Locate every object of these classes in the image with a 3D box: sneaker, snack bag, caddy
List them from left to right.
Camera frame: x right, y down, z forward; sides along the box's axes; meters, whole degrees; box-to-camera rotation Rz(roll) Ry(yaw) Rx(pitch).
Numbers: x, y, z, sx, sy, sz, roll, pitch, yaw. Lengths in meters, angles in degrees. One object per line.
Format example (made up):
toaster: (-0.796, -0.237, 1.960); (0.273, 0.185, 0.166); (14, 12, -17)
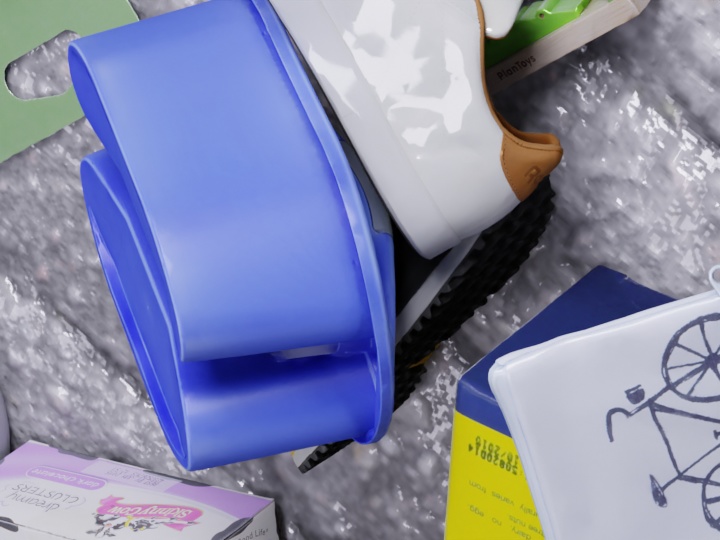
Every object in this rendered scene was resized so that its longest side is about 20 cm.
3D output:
caddy: (-0.042, -0.018, 1.010); (0.142, 0.104, 0.201); (90, 161, -49)
sneaker: (0.000, 0.000, 1.086); (0.090, 0.070, 0.200); (48, 135, 12)
sneaker: (0.009, -0.110, 0.982); (0.084, 0.073, 0.201); (-30, 100, 8)
snack bag: (0.155, 0.076, 0.918); (0.199, 0.021, 0.189); (-16, 123, 4)

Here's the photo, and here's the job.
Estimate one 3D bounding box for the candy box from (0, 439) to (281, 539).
candy box: (-0.108, 0.199, 1.294); (0.167, 0.071, 0.201); (10, 121, 37)

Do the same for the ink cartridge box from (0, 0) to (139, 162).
ink cartridge box: (-0.190, -0.149, 1.173); (0.145, 0.048, 0.201); (-23, 97, 45)

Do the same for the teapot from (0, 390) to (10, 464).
teapot: (-0.284, 0.090, 1.323); (0.199, 0.146, 0.198); (22, 128, 28)

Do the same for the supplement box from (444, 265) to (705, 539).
supplement box: (0.104, 0.120, 1.043); (0.108, 0.109, 0.201); (23, 127, 28)

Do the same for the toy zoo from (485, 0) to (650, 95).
toy zoo: (0.006, -0.155, 0.993); (0.200, 0.020, 0.131); (50, 137, -13)
